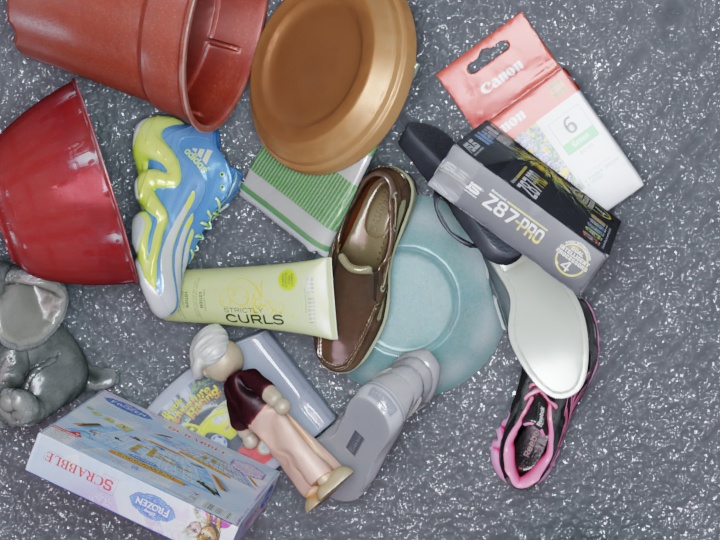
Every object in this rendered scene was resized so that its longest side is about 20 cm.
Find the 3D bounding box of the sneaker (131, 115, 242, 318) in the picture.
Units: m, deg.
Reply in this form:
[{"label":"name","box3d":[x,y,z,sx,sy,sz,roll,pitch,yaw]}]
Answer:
[{"label":"sneaker","box3d":[-0.164,-0.057,1.655,0.104,0.076,0.202,-6,76,3]}]

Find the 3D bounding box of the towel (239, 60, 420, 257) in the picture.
[{"label":"towel","box3d":[-0.031,-0.130,1.631,0.152,0.023,0.201,37,104,46]}]

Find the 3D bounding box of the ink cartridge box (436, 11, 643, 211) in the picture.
[{"label":"ink cartridge box","box3d":[0.168,-0.133,1.631,0.109,0.050,0.201,-35,92,11]}]

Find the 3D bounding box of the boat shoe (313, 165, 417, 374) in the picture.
[{"label":"boat shoe","box3d":[-0.006,-0.002,1.620,0.074,0.075,0.204,15,93,13]}]

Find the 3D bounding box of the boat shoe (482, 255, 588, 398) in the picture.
[{"label":"boat shoe","box3d":[0.162,0.031,1.614,0.072,0.062,0.201,-21,69,-1]}]

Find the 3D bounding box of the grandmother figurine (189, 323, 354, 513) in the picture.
[{"label":"grandmother figurine","box3d":[-0.093,0.137,1.648,0.200,0.060,0.121,51,139,7]}]

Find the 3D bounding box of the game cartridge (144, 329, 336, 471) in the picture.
[{"label":"game cartridge","box3d":[-0.139,0.157,1.719,0.200,0.041,0.133,-40,86,11]}]

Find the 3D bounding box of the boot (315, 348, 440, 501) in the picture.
[{"label":"boot","box3d":[0.019,0.149,1.661,0.074,0.095,0.200,47,146,8]}]

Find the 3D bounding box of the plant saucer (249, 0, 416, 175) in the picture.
[{"label":"plant saucer","box3d":[-0.035,-0.190,1.603,0.199,0.037,0.202,-12,71,38]}]

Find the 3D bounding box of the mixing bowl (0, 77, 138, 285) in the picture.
[{"label":"mixing bowl","box3d":[-0.286,-0.067,1.607,0.107,0.200,0.202,-18,94,-8]}]

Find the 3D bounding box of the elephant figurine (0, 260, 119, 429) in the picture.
[{"label":"elephant figurine","box3d":[-0.346,0.044,1.677,0.140,0.155,0.202,-3,106,23]}]

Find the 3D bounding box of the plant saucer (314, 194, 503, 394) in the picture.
[{"label":"plant saucer","box3d":[0.045,0.028,1.675,0.199,0.039,0.203,1,98,8]}]

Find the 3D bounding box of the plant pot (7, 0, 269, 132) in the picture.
[{"label":"plant pot","box3d":[-0.210,-0.250,1.608,0.194,0.201,0.203,15,99,14]}]

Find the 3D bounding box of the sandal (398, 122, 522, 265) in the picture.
[{"label":"sandal","box3d":[0.096,-0.065,1.601,0.076,0.201,0.043,10,121,-34]}]

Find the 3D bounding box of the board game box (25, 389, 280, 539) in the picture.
[{"label":"board game box","box3d":[-0.188,0.188,1.612,0.199,0.200,0.041,25,100,5]}]

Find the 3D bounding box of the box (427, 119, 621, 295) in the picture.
[{"label":"box","box3d":[0.149,-0.059,1.518,0.161,0.200,0.049,35,106,5]}]

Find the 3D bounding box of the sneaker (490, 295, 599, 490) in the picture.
[{"label":"sneaker","box3d":[0.177,0.120,1.640,0.078,0.095,0.202,16,97,7]}]

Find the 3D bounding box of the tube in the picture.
[{"label":"tube","box3d":[-0.108,0.024,1.651,0.198,0.052,0.058,1,141,32]}]
